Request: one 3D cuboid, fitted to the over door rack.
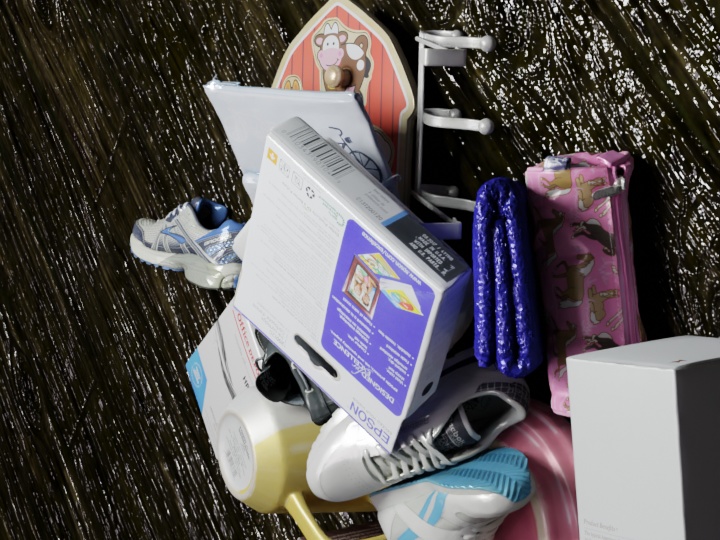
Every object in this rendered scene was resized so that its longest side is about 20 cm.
[{"bbox_3d":[0.075,-0.111,1.451,0.200,0.067,0.148,-86,-3,-78],"label":"over door rack"}]

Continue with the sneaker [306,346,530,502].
[{"bbox_3d":[0.043,0.132,1.465,0.076,0.200,0.081,52,-169,-27],"label":"sneaker"}]

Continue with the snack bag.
[{"bbox_3d":[-0.038,-0.075,1.568,0.188,0.021,0.200,9,132,41],"label":"snack bag"}]

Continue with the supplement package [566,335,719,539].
[{"bbox_3d":[0.227,0.152,1.254,0.117,0.117,0.200,4,100,59],"label":"supplement package"}]

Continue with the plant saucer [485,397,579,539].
[{"bbox_3d":[0.127,0.206,1.494,0.200,0.051,0.201,16,109,56],"label":"plant saucer"}]

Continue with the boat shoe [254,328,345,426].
[{"bbox_3d":[-0.058,0.088,1.575,0.199,0.066,0.075,34,153,55],"label":"boat shoe"}]

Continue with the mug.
[{"bbox_3d":[-0.037,0.160,1.643,0.187,0.153,0.150,27,119,58],"label":"mug"}]

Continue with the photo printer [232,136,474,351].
[{"bbox_3d":[0.000,0.000,1.526,0.200,0.069,0.166,43,148,-1],"label":"photo printer"}]

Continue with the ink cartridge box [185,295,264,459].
[{"bbox_3d":[-0.099,0.093,1.822,0.200,0.067,0.116,-52,52,50],"label":"ink cartridge box"}]

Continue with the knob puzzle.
[{"bbox_3d":[-0.026,-0.143,1.605,0.220,0.030,0.220,-2,87,47],"label":"knob puzzle"}]

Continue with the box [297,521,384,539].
[{"bbox_3d":[0.030,0.307,1.626,0.200,0.100,0.075,35,125,52],"label":"box"}]

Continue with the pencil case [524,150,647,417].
[{"bbox_3d":[0.172,0.012,1.353,0.087,0.083,0.200,-20,-76,-82],"label":"pencil case"}]

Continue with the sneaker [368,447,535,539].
[{"bbox_3d":[0.083,0.194,1.455,0.200,0.076,0.081,-26,86,61],"label":"sneaker"}]

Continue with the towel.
[{"bbox_3d":[0.109,0.004,1.381,0.200,0.050,0.148,-9,-88,-82],"label":"towel"}]

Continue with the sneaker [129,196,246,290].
[{"bbox_3d":[-0.173,-0.039,1.928,0.200,0.077,0.085,20,103,48],"label":"sneaker"}]

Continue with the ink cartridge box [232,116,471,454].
[{"bbox_3d":[-0.012,0.014,1.419,0.198,0.043,0.200,42,141,24],"label":"ink cartridge box"}]
